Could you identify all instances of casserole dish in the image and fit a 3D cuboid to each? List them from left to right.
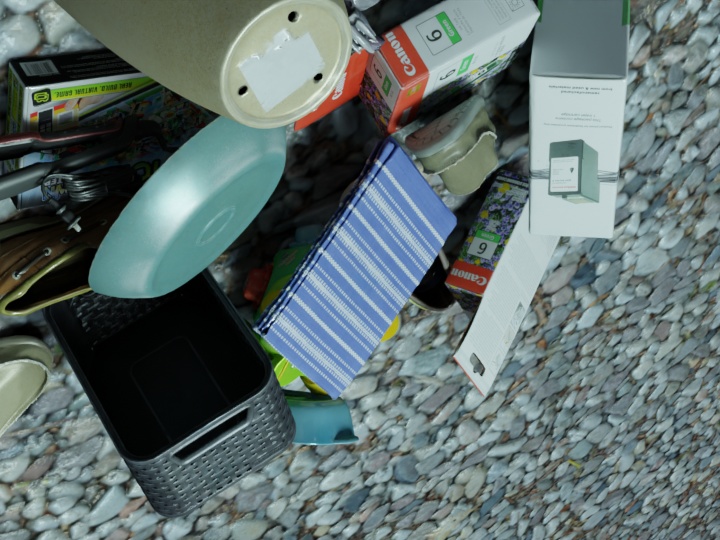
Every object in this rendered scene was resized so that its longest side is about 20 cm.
[{"bbox_3d":[-0.095,0.131,1.206,0.121,0.197,0.039,4,91,-70],"label":"casserole dish"}]

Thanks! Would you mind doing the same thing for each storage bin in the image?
[{"bbox_3d":[-0.156,0.080,1.053,0.134,0.200,0.094,-31,144,-12],"label":"storage bin"}]

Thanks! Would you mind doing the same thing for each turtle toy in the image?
[{"bbox_3d":[-0.061,0.039,1.175,0.200,0.101,0.146,-42,143,-11],"label":"turtle toy"}]

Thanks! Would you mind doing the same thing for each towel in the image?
[{"bbox_3d":[0.000,0.000,1.106,0.201,0.024,0.145,-55,141,-8],"label":"towel"}]

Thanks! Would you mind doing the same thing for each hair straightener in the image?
[{"bbox_3d":[-0.209,-0.062,0.910,0.198,0.078,0.041,-15,171,-38],"label":"hair straightener"}]

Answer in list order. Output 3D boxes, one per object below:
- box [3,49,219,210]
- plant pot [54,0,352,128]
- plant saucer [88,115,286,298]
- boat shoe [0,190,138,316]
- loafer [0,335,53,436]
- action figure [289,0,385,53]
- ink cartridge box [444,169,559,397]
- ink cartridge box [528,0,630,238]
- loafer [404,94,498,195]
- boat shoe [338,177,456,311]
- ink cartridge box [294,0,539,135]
[{"bbox_3d":[-0.169,-0.115,0.978,0.198,0.035,0.111,-14,137,-32],"label":"box"},{"bbox_3d":[-0.093,-0.186,0.831,0.185,0.200,0.189,-24,142,-20],"label":"plant pot"},{"bbox_3d":[-0.119,-0.044,0.973,0.200,0.036,0.200,-46,172,-8],"label":"plant saucer"},{"bbox_3d":[-0.205,-0.016,1.021,0.198,0.068,0.073,-25,142,-20],"label":"boat shoe"},{"bbox_3d":[-0.332,0.134,1.066,0.199,0.068,0.076,-39,144,-2],"label":"loafer"},{"bbox_3d":[-0.013,-0.204,0.958,0.199,0.130,0.070,-39,134,-15],"label":"action figure"},{"bbox_3d":[0.133,0.013,1.302,0.202,0.050,0.109,-63,148,-16],"label":"ink cartridge box"},{"bbox_3d":[0.196,-0.148,1.166,0.083,0.147,0.201,3,141,9],"label":"ink cartridge box"},{"bbox_3d":[0.092,-0.105,1.113,0.075,0.070,0.200,-29,-178,16],"label":"loafer"},{"bbox_3d":[0.042,-0.023,1.243,0.072,0.060,0.200,-39,144,0],"label":"boat shoe"},{"bbox_3d":[0.043,-0.163,1.058,0.198,0.051,0.109,-31,171,-12],"label":"ink cartridge box"}]
